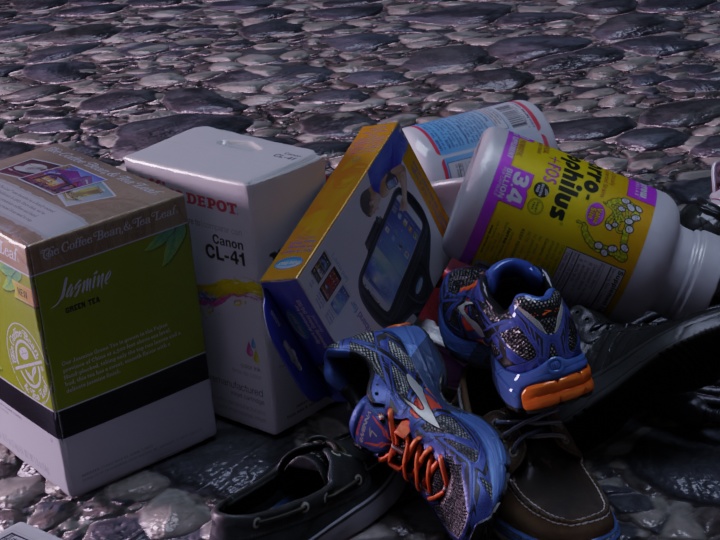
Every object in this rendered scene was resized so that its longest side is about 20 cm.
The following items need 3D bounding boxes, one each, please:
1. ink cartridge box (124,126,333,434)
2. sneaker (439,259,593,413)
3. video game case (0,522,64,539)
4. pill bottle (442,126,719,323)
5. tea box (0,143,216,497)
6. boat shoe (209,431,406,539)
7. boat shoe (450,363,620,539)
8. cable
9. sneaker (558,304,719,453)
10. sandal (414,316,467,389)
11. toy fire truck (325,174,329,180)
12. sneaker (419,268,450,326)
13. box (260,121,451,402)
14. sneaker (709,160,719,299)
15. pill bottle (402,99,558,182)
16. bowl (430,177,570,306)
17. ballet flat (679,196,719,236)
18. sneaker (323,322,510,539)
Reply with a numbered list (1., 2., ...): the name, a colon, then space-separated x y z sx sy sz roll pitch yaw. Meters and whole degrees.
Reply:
1. ink cartridge box: -0.097 0.006 1.209 0.146 0.203 0.085 14 29 40
2. sneaker: 0.103 0.026 1.065 0.074 0.080 0.200 -13 17 -14
3. video game case: -0.221 0.224 0.935 0.180 0.024 0.199 13 27 38
4. pill bottle: 0.168 -0.026 1.179 0.198 0.105 0.104 21 24 0
5. tea box: -0.223 0.029 1.186 0.133 0.199 0.199 -20 25 -34
6. boat shoe: -0.029 0.144 1.043 0.068 0.057 0.200 9 26 32
7. boat shoe: 0.105 0.122 1.046 0.071 0.073 0.200 -14 23 -20
8. cable: 0.249 0.057 1.206 0.162 0.051 0.199 -23 27 -37
9. sneaker: 0.176 0.056 1.119 0.199 0.060 0.105 -34 42 18
10. sandal: 0.004 0.062 1.232 0.200 0.083 0.050 8 51 31
11. toy fire truck: -0.025 -0.034 1.333 0.197 0.049 0.141 11 -20 -13
12. sneaker: 0.036 0.018 1.302 0.198 0.088 0.073 14 27 40
13. box: 0.000 0.000 1.153 0.041 0.120 0.201 -6 39 35
14. sneaker: 0.300 -0.037 1.328 0.198 0.114 0.071 -15 5 -29
15. pill bottle: 0.088 -0.095 1.544 0.198 0.110 0.109 -15 24 -23
16. bowl: 0.139 -0.018 1.320 0.198 0.092 0.201 3 -6 0
17. ballet flat: 0.335 0.011 1.248 0.199 0.057 0.066 33 9 18
18. sneaker: 0.032 0.111 1.040 0.077 0.076 0.200 1 31 -28
